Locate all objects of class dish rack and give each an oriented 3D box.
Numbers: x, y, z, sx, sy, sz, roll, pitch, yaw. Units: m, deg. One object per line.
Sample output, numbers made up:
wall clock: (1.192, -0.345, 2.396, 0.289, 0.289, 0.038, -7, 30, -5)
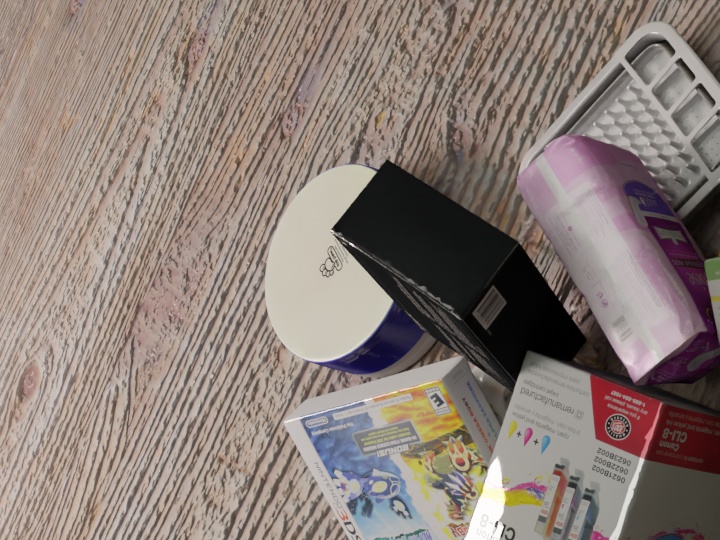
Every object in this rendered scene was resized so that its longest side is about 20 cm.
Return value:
dish rack: (0.237, -0.093, 1.328, 0.200, 0.044, 0.172, -48, 49, 25)

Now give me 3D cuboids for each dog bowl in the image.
dog bowl: (0.000, 0.000, 1.519, 0.200, 0.079, 0.200, -17, 65, 42)

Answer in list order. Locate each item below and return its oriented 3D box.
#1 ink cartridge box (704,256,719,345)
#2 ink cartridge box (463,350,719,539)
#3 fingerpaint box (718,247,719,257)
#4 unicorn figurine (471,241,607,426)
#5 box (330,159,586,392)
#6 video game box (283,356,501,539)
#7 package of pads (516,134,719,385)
ink cartridge box: (0.335, 0.078, 1.113, 0.145, 0.048, 0.200, -10, 92, 47)
ink cartridge box: (0.191, 0.186, 1.214, 0.145, 0.145, 0.200, 20, 93, 47)
fingerpaint box: (0.374, -0.065, 1.153, 0.200, 0.073, 0.167, 3, 81, 47)
unicorn figurine: (0.141, 0.072, 1.347, 0.137, 0.074, 0.200, 30, 79, 25)
box: (0.082, 0.014, 1.242, 0.141, 0.200, 0.079, 32, 82, 32)
video game box: (0.050, 0.180, 1.360, 0.200, 0.047, 0.182, -20, 105, 43)
package of pads: (0.213, -0.009, 1.219, 0.076, 0.120, 0.200, -41, 64, 29)
